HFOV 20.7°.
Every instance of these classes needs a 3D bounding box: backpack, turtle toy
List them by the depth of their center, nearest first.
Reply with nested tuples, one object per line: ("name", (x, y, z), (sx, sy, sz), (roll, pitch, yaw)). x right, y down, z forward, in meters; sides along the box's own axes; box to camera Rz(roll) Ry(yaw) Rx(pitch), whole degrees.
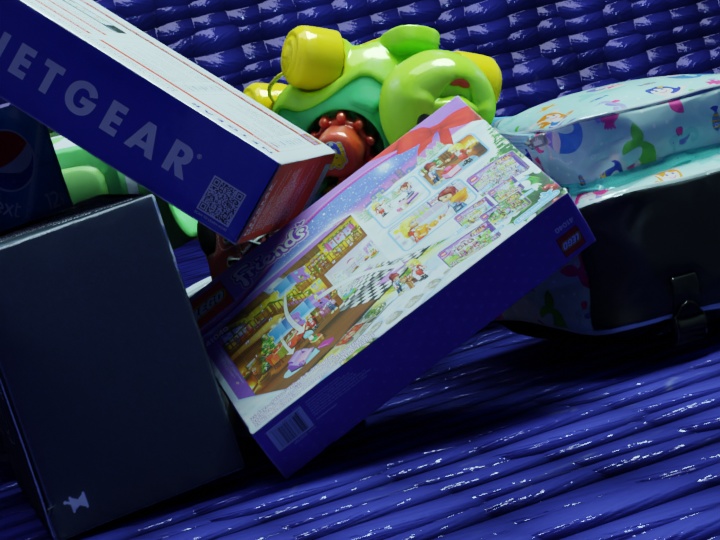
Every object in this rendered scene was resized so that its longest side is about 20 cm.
("backpack", (0.151, -0.031, 1.131), (0.176, 0.152, 0.200), (-14, -1, -23))
("turtle toy", (0.015, -0.085, 1.192), (0.144, 0.102, 0.200), (6, -23, -23))

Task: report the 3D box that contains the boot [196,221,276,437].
("boot", (-0.053, 0.016, 1.139), (0.072, 0.146, 0.200), (-8, 6, -16))

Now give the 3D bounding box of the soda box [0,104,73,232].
("soda box", (-0.250, -0.042, 1.115), (0.068, 0.065, 0.199), (-24, 8, -41))

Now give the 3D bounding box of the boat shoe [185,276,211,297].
("boat shoe", (-0.122, 0.043, 1.442), (0.198, 0.073, 0.062), (-17, 8, -1))

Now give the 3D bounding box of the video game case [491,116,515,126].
("video game case", (0.163, -0.075, 1.313), (0.198, 0.018, 0.142), (11, -5, -37))

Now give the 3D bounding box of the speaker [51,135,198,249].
("speaker", (-0.201, -0.037, 1.231), (0.198, 0.089, 0.088), (-11, 6, 16))

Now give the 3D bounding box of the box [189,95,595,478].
("box", (0.009, 0.004, 1.031), (0.199, 0.039, 0.137), (-37, 35, -2))

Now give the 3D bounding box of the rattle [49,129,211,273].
("rattle", (-0.176, -0.051, 1.299), (0.198, 0.144, 0.130), (15, -35, -13))

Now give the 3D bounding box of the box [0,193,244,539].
("box", (-0.151, 0.044, 1.063), (0.106, 0.150, 0.200), (-20, 7, -13))

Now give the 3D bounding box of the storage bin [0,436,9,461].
("storage bin", (-0.189, 0.048, 1.293), (0.134, 0.095, 0.200), (-10, 10, -13))

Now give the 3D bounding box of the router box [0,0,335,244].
("router box", (-0.121, -0.092, 1.068), (0.199, 0.049, 0.179), (32, 9, 5))
